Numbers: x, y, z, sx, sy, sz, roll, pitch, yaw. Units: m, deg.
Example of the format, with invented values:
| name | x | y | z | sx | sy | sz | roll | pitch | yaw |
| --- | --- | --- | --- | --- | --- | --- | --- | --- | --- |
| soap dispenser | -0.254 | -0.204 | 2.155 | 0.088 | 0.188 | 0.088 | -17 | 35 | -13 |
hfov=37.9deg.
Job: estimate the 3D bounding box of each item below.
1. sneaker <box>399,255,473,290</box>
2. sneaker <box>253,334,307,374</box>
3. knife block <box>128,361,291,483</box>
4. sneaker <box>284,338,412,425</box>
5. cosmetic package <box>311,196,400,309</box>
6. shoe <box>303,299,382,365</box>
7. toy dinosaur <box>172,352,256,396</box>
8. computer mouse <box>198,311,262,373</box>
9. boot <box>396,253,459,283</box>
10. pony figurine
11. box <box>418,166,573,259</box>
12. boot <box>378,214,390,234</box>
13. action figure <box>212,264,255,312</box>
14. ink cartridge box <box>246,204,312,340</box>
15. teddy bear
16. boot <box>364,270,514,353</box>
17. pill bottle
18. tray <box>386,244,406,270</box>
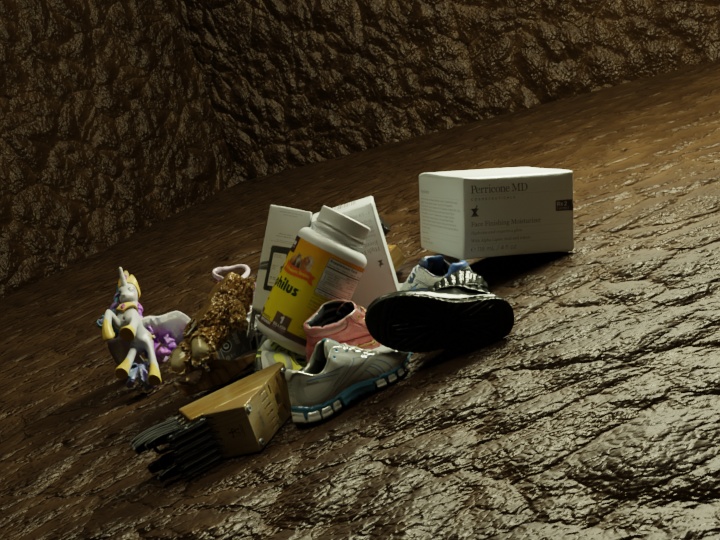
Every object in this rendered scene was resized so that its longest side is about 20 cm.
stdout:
| name | x | y | z | sx | sy | sz | roll | pitch | yaw |
| --- | --- | --- | --- | --- | --- | --- | --- | --- | --- |
| sneaker | 0.110 | 0.016 | 1.627 | 0.077 | 0.086 | 0.199 | -29 | 15 | -37 |
| sneaker | -0.115 | 0.140 | 1.520 | 0.075 | 0.076 | 0.200 | 7 | 12 | -4 |
| knife block | -0.193 | 0.198 | 1.359 | 0.174 | 0.065 | 0.200 | -13 | 14 | 23 |
| sneaker | -0.015 | 0.122 | 1.369 | 0.199 | 0.088 | 0.075 | -26 | 12 | -35 |
| cosmetic package | 0.000 | 0.000 | 1.589 | 0.100 | 0.202 | 0.074 | -17 | 13 | 5 |
| shoe | 0.007 | 0.079 | 1.453 | 0.199 | 0.092 | 0.071 | -24 | 31 | -32 |
| toy dinosaur | -0.206 | 0.154 | 1.630 | 0.199 | 0.061 | 0.106 | -27 | 27 | -33 |
| computer mouse | -0.183 | 0.105 | 1.697 | 0.198 | 0.111 | 0.044 | -25 | -8 | 11 |
| boot | 0.095 | -0.008 | 1.796 | 0.198 | 0.065 | 0.187 | -16 | 26 | 28 |
| pony figurine | -0.373 | 0.113 | 1.782 | 0.165 | 0.194 | 0.201 | -21 | 31 | 5 |
| box | 0.220 | -0.098 | 1.725 | 0.196 | 0.133 | 0.200 | -5 | 8 | -16 |
| boot | -0.050 | -0.027 | 1.850 | 0.200 | 0.069 | 0.188 | -44 | -6 | 10 |
| action figure | -0.192 | 0.053 | 1.814 | 0.132 | 0.151 | 0.200 | -13 | -2 | -3 |
| ink cartridge box | -0.123 | 0.012 | 1.609 | 0.067 | 0.203 | 0.116 | 10 | -7 | -1 |
| teddy bear | -0.221 | 0.089 | 1.603 | 0.145 | 0.067 | 0.201 | -41 | 15 | 23 |
| boot | 0.096 | 0.052 | 1.441 | 0.208 | 0.081 | 0.158 | 2 | 14 | -12 |
| pill bottle | -0.062 | 0.015 | 1.491 | 0.202 | 0.108 | 0.109 | -65 | 16 | 1 |
| tray | -0.023 | 0.034 | 1.727 | 0.200 | 0.037 | 0.098 | -46 | 24 | -23 |
